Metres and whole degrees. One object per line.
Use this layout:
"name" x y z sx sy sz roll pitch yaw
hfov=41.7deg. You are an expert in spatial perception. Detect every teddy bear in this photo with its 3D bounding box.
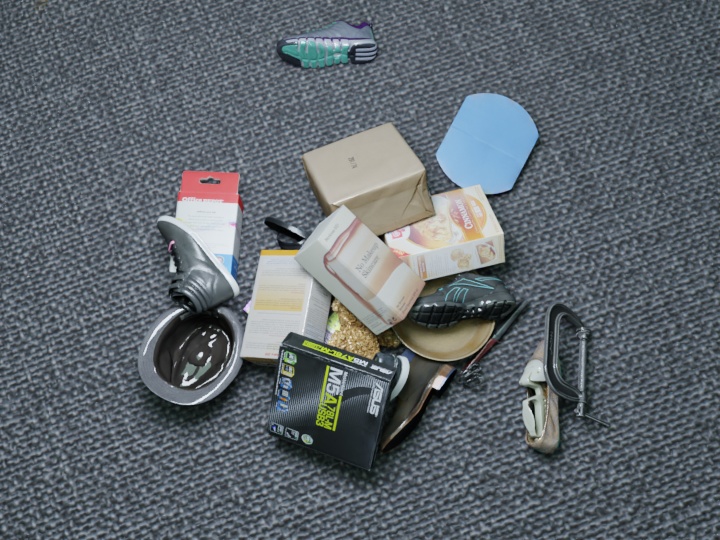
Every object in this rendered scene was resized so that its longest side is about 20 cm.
"teddy bear" 0.001 0.136 1.669 0.145 0.067 0.200 17 83 -13

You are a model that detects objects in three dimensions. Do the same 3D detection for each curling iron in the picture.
"curling iron" 0.242 0.131 1.703 0.050 0.026 0.200 22 66 47

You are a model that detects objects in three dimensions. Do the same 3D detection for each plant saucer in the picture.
"plant saucer" 0.143 0.073 1.709 0.200 0.035 0.201 3 66 -6

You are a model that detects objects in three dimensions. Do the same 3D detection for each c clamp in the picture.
"c clamp" 0.374 0.161 1.662 0.171 0.027 0.200 22 61 -34

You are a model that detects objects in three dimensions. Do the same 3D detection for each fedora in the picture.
"fedora" -0.294 0.154 1.682 0.177 0.090 0.200 21 66 6

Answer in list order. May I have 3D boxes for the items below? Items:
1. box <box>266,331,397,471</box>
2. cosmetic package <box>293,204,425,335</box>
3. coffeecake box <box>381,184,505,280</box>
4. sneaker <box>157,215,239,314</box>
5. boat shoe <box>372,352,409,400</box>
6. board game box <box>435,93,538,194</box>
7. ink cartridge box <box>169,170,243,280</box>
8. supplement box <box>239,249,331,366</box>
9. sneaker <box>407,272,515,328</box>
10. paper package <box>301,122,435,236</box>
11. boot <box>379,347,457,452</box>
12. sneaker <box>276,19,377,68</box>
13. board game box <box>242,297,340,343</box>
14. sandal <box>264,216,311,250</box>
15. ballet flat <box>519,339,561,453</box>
"box" -0.051 0.218 1.571 0.193 0.200 0.048 20 32 12
"cosmetic package" 0.000 0.000 1.607 0.200 0.087 0.103 42 51 -11
"coffeecake box" 0.143 -0.065 1.711 0.200 0.073 0.154 -13 41 -2
"sneaker" -0.313 -0.007 1.662 0.200 0.071 0.099 46 59 9
"boat shoe" 0.014 0.224 1.620 0.060 0.076 0.200 17 108 -21
"board game box" 0.242 -0.237 1.815 0.158 0.039 0.200 27 81 5
"ink cartridge box" -0.283 -0.080 1.766 0.116 0.067 0.200 3 74 3
"supplement box" -0.125 0.068 1.664 0.126 0.074 0.200 1 73 31
"sneaker" 0.171 0.051 1.673 0.200 0.075 0.079 -5 54 -17
"paper package" 0.013 -0.160 1.718 0.190 0.104 0.200 -22 38 -5
"boot" 0.073 0.223 1.665 0.097 0.075 0.200 35 67 20
"sneaker" -0.068 -0.457 1.884 0.200 0.074 0.088 -1 59 -8
"board game box" -0.101 0.088 1.730 0.200 0.032 0.120 37 75 12
"sandal" -0.099 -0.038 1.744 0.200 0.075 0.048 30 79 10
"ballet flat" 0.311 0.216 1.649 0.067 0.068 0.200 10 69 -30
